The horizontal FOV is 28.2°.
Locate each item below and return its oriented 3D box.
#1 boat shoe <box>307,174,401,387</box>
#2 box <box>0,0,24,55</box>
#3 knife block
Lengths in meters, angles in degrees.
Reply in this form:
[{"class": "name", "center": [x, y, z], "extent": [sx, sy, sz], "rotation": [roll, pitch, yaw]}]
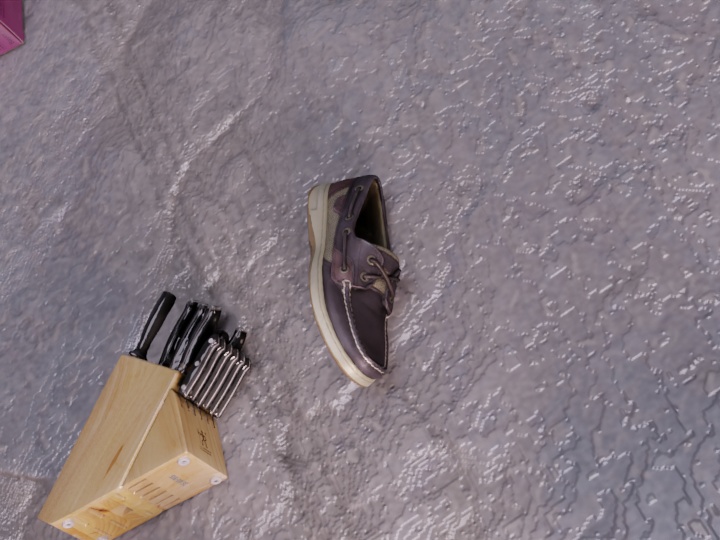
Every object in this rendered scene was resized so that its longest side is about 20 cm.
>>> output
[{"class": "boat shoe", "center": [0.000, 0.000, 1.167], "extent": [0.065, 0.072, 0.200], "rotation": [-26, 46, 21]}, {"class": "box", "center": [-0.491, -0.304, 1.624], "extent": [0.200, 0.097, 0.176], "rotation": [-24, 53, 18]}, {"class": "knife block", "center": [-0.184, 0.114, 1.213], "extent": [0.200, 0.064, 0.176], "rotation": [-30, 51, 14]}]
